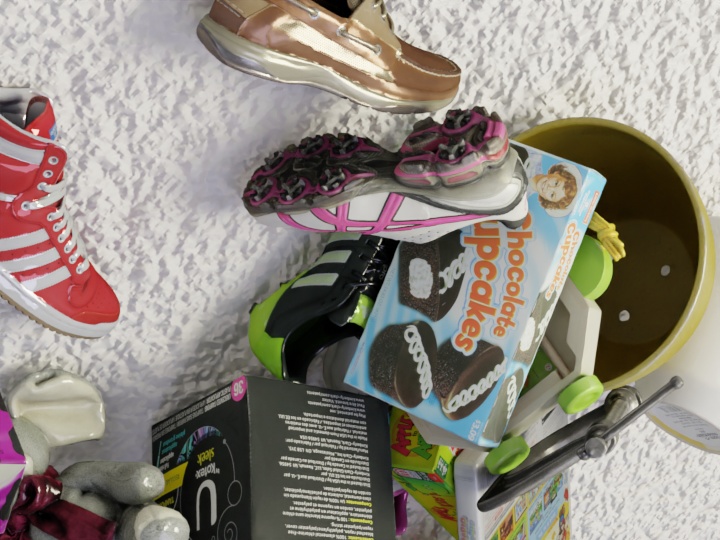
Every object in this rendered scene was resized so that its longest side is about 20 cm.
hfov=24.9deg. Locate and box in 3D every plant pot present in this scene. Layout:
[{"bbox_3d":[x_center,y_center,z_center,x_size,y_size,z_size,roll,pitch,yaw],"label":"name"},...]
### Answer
[{"bbox_3d":[0.183,-0.001,1.216,0.200,0.200,0.142,-51,151,13],"label":"plant pot"}]

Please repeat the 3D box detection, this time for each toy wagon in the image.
[{"bbox_3d":[0.109,0.039,1.146,0.200,0.155,0.040,-41,154,16],"label":"toy wagon"}]

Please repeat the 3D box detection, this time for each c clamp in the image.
[{"bbox_3d":[0.159,0.120,1.152,0.171,0.027,0.200,-36,176,10],"label":"c clamp"}]

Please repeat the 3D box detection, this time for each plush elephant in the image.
[{"bbox_3d":[-0.226,0.164,1.133,0.155,0.200,0.165,38,100,-18],"label":"plush elephant"}]

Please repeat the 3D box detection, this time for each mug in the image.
[{"bbox_3d":[0.300,0.070,1.309,0.153,0.149,0.187,-59,147,-17],"label":"mug"}]

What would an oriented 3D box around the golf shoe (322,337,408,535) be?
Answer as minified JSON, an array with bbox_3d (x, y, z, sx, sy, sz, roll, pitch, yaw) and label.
[{"bbox_3d":[0.016,0.121,1.266,0.075,0.092,0.200,-13,128,-18],"label":"golf shoe"}]

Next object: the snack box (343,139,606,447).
[{"bbox_3d":[0.078,0.008,1.124,0.037,0.116,0.200,19,93,-60],"label":"snack box"}]

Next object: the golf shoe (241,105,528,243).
[{"bbox_3d":[0.015,-0.046,1.094,0.200,0.073,0.092,-6,132,27],"label":"golf shoe"}]

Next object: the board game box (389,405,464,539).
[{"bbox_3d":[0.080,0.141,1.280,0.200,0.048,0.102,51,51,-56],"label":"board game box"}]

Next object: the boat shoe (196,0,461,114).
[{"bbox_3d":[-0.008,-0.152,1.058,0.200,0.076,0.072,8,112,-40],"label":"boat shoe"}]

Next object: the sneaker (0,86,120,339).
[{"bbox_3d":[-0.200,-0.039,1.040,0.112,0.071,0.200,-42,131,10],"label":"sneaker"}]

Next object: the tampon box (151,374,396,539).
[{"bbox_3d":[-0.065,0.197,1.172,0.126,0.200,0.150,12,153,-32],"label":"tampon box"}]

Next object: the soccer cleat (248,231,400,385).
[{"bbox_3d":[0.000,0.000,1.170,0.200,0.081,0.067,-49,132,9],"label":"soccer cleat"}]

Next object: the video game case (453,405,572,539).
[{"bbox_3d":[0.125,0.186,1.304,0.200,0.023,0.182,-41,132,-55],"label":"video game case"}]

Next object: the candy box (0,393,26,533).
[{"bbox_3d":[-0.295,0.071,0.982,0.136,0.200,0.061,5,122,-33],"label":"candy box"}]
